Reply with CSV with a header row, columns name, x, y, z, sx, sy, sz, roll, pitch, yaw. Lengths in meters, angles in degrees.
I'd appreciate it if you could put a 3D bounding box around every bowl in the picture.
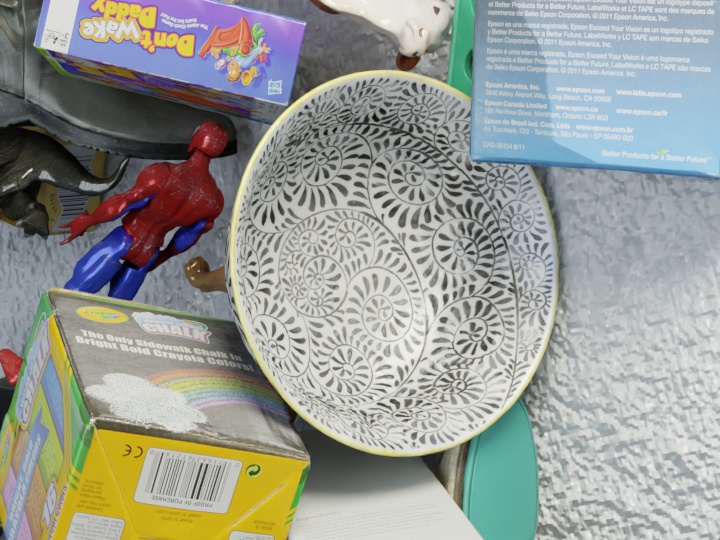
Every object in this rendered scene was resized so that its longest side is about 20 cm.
name,x,y,z,sx,sy,sz,roll,pitch,yaw
bowl,0.000,0.000,1.210,0.094,0.200,0.202,-11,87,61

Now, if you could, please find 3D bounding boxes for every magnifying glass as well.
name,x,y,z,sx,sy,sz,roll,pitch,yaw
magnifying glass,0.064,-0.106,1.241,0.080,0.022,0.201,43,120,30

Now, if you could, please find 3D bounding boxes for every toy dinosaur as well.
name,x,y,z,sx,sy,sz,roll,pitch,yaw
toy dinosaur,-0.237,-0.052,1.399,0.199,0.077,0.103,-28,44,24

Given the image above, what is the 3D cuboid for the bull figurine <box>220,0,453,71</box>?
name,x,y,z,sx,sy,sz,roll,pitch,yaw
bull figurine,-0.022,-0.194,1.241,0.065,0.121,0.201,-48,51,44

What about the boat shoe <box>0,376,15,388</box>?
name,x,y,z,sx,sy,sz,roll,pitch,yaw
boat shoe,-0.163,0.073,1.427,0.199,0.072,0.068,-21,54,35

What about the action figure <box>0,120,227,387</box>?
name,x,y,z,sx,sy,sz,roll,pitch,yaw
action figure,-0.141,-0.010,1.342,0.200,0.065,0.052,-50,35,20

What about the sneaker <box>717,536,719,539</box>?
name,x,y,z,sx,sy,sz,roll,pitch,yaw
sneaker,0.182,0.170,1.118,0.077,0.088,0.201,38,117,32

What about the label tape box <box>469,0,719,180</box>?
name,x,y,z,sx,sy,sz,roll,pitch,yaw
label tape box,0.133,-0.151,1.137,0.144,0.063,0.201,7,99,31

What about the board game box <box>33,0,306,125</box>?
name,x,y,z,sx,sy,sz,roll,pitch,yaw
board game box,-0.103,-0.121,1.238,0.134,0.200,0.045,13,90,-3

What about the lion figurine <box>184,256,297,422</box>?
name,x,y,z,sx,sy,sz,roll,pitch,yaw
lion figurine,-0.056,0.044,1.308,0.122,0.072,0.201,1,80,46

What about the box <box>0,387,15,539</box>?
name,x,y,z,sx,sy,sz,roll,pitch,yaw
box,-0.239,0.172,1.403,0.196,0.118,0.200,3,139,41

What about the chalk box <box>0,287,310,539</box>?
name,x,y,z,sx,sy,sz,roll,pitch,yaw
chalk box,-0.121,0.095,1.207,0.200,0.124,0.124,-122,47,-61

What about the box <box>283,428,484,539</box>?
name,x,y,z,sx,sy,sz,roll,pitch,yaw
box,0.003,0.179,1.198,0.200,0.097,0.125,-130,35,-63

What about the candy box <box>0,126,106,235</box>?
name,x,y,z,sx,sy,sz,roll,pitch,yaw
candy box,-0.214,-0.135,1.457,0.116,0.056,0.201,21,109,36

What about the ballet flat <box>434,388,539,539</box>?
name,x,y,z,sx,sy,sz,roll,pitch,yaw
ballet flat,0.062,0.161,1.239,0.062,0.067,0.201,-3,92,47

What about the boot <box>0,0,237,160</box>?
name,x,y,z,sx,sy,sz,roll,pitch,yaw
boot,-0.162,-0.142,1.363,0.199,0.068,0.131,13,98,7
